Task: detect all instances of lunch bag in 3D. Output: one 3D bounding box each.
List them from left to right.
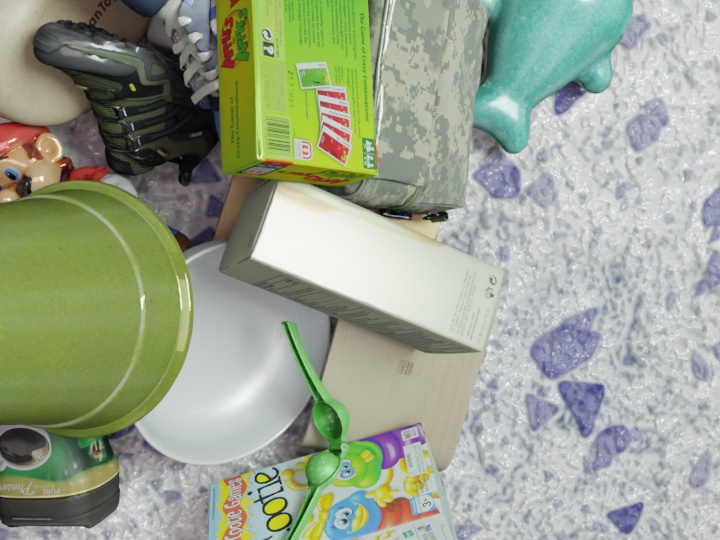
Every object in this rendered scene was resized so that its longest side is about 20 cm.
[{"bbox_3d":[0.029,-0.143,0.714,0.167,0.139,0.201,3,97,-41],"label":"lunch bag"}]

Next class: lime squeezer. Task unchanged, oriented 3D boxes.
[{"bbox_3d":[-0.038,0.146,0.713,0.038,0.071,0.201,-8,71,32],"label":"lime squeezer"}]

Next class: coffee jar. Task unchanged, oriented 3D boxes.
[{"bbox_3d":[-0.269,0.121,0.741,0.104,0.085,0.201,-3,96,15],"label":"coffee jar"}]

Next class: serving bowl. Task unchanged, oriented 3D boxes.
[{"bbox_3d":[-0.124,0.064,0.749,0.199,0.066,0.201,-14,113,-36],"label":"serving bowl"}]

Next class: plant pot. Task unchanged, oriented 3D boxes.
[{"bbox_3d":[-0.245,0.031,0.582,0.199,0.190,0.201,0,91,16],"label":"plant pot"}]

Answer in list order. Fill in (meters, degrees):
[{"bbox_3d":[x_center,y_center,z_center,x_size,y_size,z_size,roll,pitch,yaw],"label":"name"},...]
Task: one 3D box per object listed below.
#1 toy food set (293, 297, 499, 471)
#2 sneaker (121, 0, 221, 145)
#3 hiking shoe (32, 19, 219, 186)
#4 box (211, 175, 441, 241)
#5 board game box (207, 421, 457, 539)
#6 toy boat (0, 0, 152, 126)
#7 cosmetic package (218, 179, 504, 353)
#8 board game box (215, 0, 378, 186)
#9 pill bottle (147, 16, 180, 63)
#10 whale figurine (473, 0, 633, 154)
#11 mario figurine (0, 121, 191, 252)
[{"bbox_3d":[0.032,0.082,0.792,0.143,0.060,0.201,14,95,-16],"label":"toy food set"},{"bbox_3d":[-0.131,-0.175,0.613,0.146,0.080,0.201,3,88,-32],"label":"sneaker"},{"bbox_3d":[-0.183,-0.126,0.695,0.076,0.200,0.101,28,95,34],"label":"hiking shoe"},{"bbox_3d":[-0.021,-0.063,0.797,0.199,0.021,0.164,18,93,-9],"label":"box"},{"bbox_3d":[-0.022,0.228,0.750,0.199,0.103,0.105,-17,126,3],"label":"board game box"},{"bbox_3d":[-0.263,-0.220,0.709,0.130,0.131,0.201,22,72,29],"label":"toy boat"},{"bbox_3d":[0.000,0.000,0.680,0.199,0.105,0.071,23,76,-21],"label":"cosmetic package"},{"bbox_3d":[-0.045,-0.165,0.595,0.101,0.047,0.201,2,83,-40],"label":"board game box"},{"bbox_3d":[-0.097,-0.264,0.724,0.110,0.111,0.201,19,92,-9],"label":"pill bottle"},{"bbox_3d":[0.164,-0.207,0.769,0.159,0.104,0.201,31,88,-10],"label":"whale figurine"},{"bbox_3d":[-0.252,-0.042,0.726,0.200,0.106,0.124,35,89,-11],"label":"mario figurine"}]
